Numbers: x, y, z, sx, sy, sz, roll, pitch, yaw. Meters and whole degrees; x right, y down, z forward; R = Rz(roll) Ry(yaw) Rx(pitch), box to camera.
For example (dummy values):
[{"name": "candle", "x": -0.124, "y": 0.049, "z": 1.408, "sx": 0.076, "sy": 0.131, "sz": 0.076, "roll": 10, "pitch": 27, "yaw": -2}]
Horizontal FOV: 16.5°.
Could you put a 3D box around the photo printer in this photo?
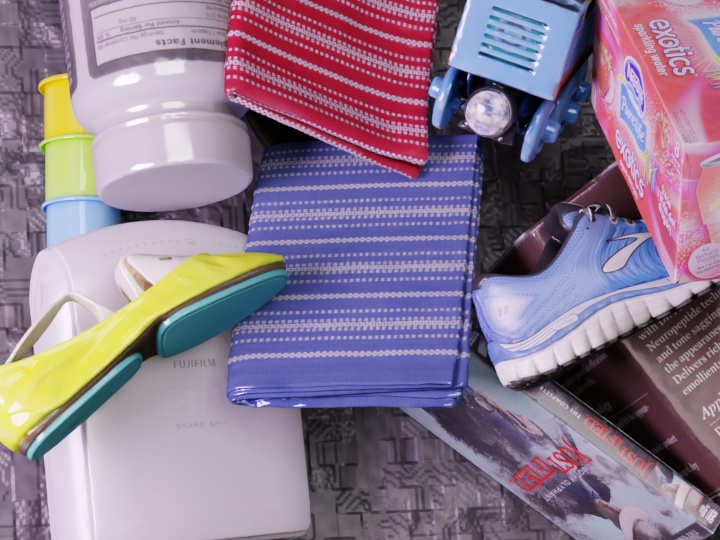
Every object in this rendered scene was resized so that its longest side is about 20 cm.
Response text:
[{"name": "photo printer", "x": -0.115, "y": 0.070, "z": 1.503, "sx": 0.166, "sy": 0.069, "sz": 0.200, "roll": -1, "pitch": 82, "yaw": -34}]

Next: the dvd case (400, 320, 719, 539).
[{"name": "dvd case", "x": 0.117, "y": 0.112, "z": 1.535, "sx": 0.200, "sy": 0.146, "sz": 0.022, "roll": 36, "pitch": 67, "yaw": -2}]

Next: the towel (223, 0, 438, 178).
[{"name": "towel", "x": -0.011, "y": -0.167, "z": 1.525, "sx": 0.144, "sy": 0.022, "sz": 0.200, "roll": 22, "pitch": 57, "yaw": -25}]

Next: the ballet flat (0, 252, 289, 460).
[{"name": "ballet flat", "x": -0.134, "y": 0.030, "z": 1.423, "sx": 0.200, "sy": 0.067, "sz": 0.067, "roll": -35, "pitch": 75, "yaw": -22}]

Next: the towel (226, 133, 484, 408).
[{"name": "towel", "x": 0.000, "y": 0.000, "z": 1.489, "sx": 0.145, "sy": 0.024, "sz": 0.200, "roll": -2, "pitch": 51, "yaw": 11}]

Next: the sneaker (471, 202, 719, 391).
[{"name": "sneaker", "x": 0.154, "y": -0.011, "z": 1.439, "sx": 0.200, "sy": 0.079, "sz": 0.089, "roll": -26, "pitch": 84, "yaw": -16}]

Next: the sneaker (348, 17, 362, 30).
[{"name": "sneaker", "x": -0.063, "y": -0.187, "z": 1.595, "sx": 0.200, "sy": 0.084, "sz": 0.077, "roll": 38, "pitch": 56, "yaw": 22}]

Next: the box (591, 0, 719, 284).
[{"name": "box", "x": 0.203, "y": -0.090, "z": 1.416, "sx": 0.102, "sy": 0.095, "sz": 0.200, "roll": -6, "pitch": 36, "yaw": -6}]

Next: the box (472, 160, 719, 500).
[{"name": "box", "x": 0.205, "y": 0.027, "z": 1.567, "sx": 0.166, "sy": 0.164, "sz": 0.200, "roll": -36, "pitch": 84, "yaw": -18}]

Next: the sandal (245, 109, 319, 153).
[{"name": "sandal", "x": -0.021, "y": -0.063, "z": 1.594, "sx": 0.080, "sy": 0.057, "sz": 0.201, "roll": -16, "pitch": 62, "yaw": -17}]

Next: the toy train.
[{"name": "toy train", "x": 0.107, "y": -0.142, "z": 1.538, "sx": 0.087, "sy": 0.200, "sz": 0.114, "roll": 22, "pitch": 112, "yaw": 9}]

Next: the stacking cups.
[{"name": "stacking cups", "x": -0.171, "y": -0.020, "z": 1.560, "sx": 0.060, "sy": 0.061, "sz": 0.200, "roll": 0, "pitch": 79, "yaw": -12}]

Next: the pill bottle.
[{"name": "pill bottle", "x": -0.124, "y": -0.144, "z": 1.513, "sx": 0.114, "sy": 0.114, "sz": 0.200, "roll": -5, "pitch": 76, "yaw": -14}]
